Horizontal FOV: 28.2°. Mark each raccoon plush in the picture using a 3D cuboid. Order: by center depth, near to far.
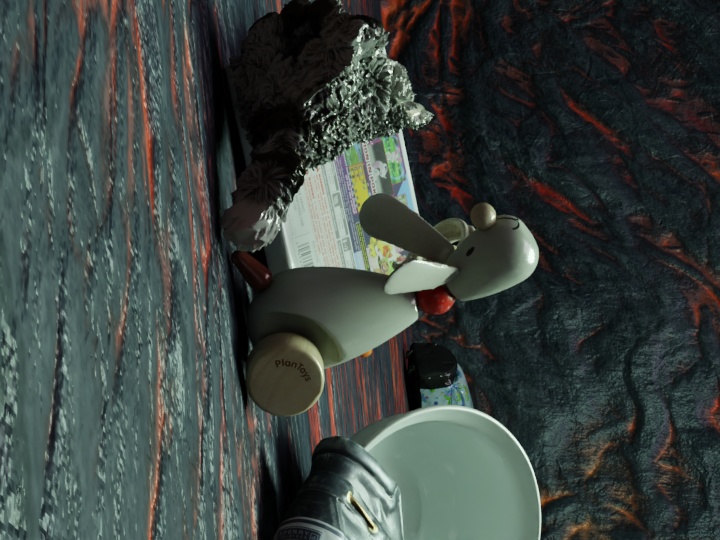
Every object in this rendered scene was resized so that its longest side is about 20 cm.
[{"bbox_3d":[-0.030,-0.079,0.933,0.202,0.096,0.134,-63,145,-18],"label":"raccoon plush"}]

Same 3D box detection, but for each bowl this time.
[{"bbox_3d":[0.030,0.189,1.051,0.090,0.199,0.204,15,-62,57],"label":"bowl"}]

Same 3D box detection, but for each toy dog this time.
[{"bbox_3d":[0.000,0.000,0.887,0.097,0.199,0.132,62,-12,-26],"label":"toy dog"}]

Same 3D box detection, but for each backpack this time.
[{"bbox_3d":[0.153,0.256,2.713,0.163,0.151,0.203,-104,-162,-70],"label":"backpack"}]

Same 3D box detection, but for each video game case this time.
[{"bbox_3d":[-0.017,-0.058,1.025,0.182,0.023,0.203,-23,103,-56],"label":"video game case"}]

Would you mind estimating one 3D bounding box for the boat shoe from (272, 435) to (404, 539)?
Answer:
[{"bbox_3d":[0.008,0.201,0.945,0.091,0.070,0.202,-66,145,-39],"label":"boat shoe"}]

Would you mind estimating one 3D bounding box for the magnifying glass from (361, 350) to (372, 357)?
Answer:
[{"bbox_3d":[-0.010,0.031,1.611,0.201,0.022,0.080,75,9,-51],"label":"magnifying glass"}]
